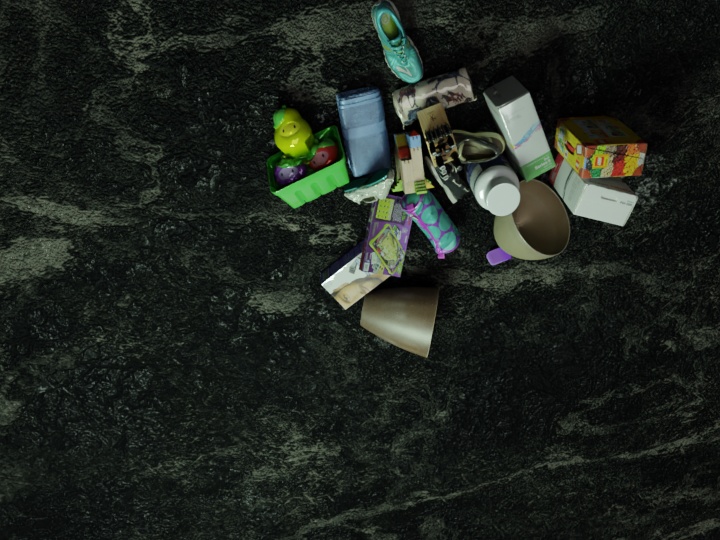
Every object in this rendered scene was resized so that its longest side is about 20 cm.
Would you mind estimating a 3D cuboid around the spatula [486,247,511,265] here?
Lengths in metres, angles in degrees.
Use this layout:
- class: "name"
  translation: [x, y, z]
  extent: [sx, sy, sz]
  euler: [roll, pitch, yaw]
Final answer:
- class: "spatula"
  translation: [0.431, -0.077, 1.841]
  extent: [0.198, 0.021, 0.057]
  euler: [-34, 130, 12]

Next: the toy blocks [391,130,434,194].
- class: "toy blocks"
  translation: [0.114, -0.268, 1.625]
  extent: [0.097, 0.200, 0.141]
  euler: [-8, 106, -1]

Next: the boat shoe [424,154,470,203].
- class: "boat shoe"
  translation: [0.216, -0.234, 1.673]
  extent: [0.060, 0.075, 0.200]
  euler: [-32, 144, 13]

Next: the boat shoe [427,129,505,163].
- class: "boat shoe"
  translation: [0.247, -0.295, 1.638]
  extent: [0.195, 0.065, 0.075]
  euler: [-1, 119, 29]

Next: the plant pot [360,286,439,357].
- class: "plant pot"
  translation: [0.103, 0.122, 1.855]
  extent: [0.194, 0.188, 0.191]
  euler: [11, 120, 5]

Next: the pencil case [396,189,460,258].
- class: "pencil case"
  translation: [0.178, -0.127, 1.735]
  extent: [0.084, 0.094, 0.200]
  euler: [0, 145, 43]

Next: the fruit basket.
- class: "fruit basket"
  translation: [-0.140, -0.280, 1.618]
  extent: [0.209, 0.158, 0.219]
  euler: [-8, 137, -8]

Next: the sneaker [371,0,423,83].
- class: "sneaker"
  translation: [0.080, -0.507, 1.533]
  extent: [0.076, 0.080, 0.202]
  euler: [-28, 119, 12]

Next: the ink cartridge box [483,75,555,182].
- class: "ink cartridge box"
  translation: [0.375, -0.338, 1.616]
  extent: [0.086, 0.146, 0.202]
  euler: [-27, 118, 9]

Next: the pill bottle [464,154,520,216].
- class: "pill bottle"
  translation: [0.322, -0.214, 1.651]
  extent: [0.108, 0.202, 0.114]
  euler: [-2, 121, -3]

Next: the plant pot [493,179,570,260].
- class: "plant pot"
  translation: [0.417, -0.112, 1.744]
  extent: [0.197, 0.205, 0.134]
  euler: [27, 150, -19]

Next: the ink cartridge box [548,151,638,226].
- class: "ink cartridge box"
  translation: [0.567, -0.204, 1.677]
  extent: [0.143, 0.202, 0.085]
  euler: [12, 120, -11]

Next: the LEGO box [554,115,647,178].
- class: "LEGO box"
  translation: [0.567, -0.298, 1.623]
  extent: [0.144, 0.202, 0.079]
  euler: [-3, 121, -2]

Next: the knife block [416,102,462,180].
- class: "knife block"
  translation: [0.187, -0.279, 1.557]
  extent: [0.062, 0.200, 0.180]
  euler: [-17, 79, 8]

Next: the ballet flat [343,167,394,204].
- class: "ballet flat"
  translation: [0.033, -0.201, 1.660]
  extent: [0.070, 0.198, 0.074]
  euler: [2, 87, -32]

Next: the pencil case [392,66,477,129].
- class: "pencil case"
  translation: [0.174, -0.407, 1.600]
  extent: [0.195, 0.079, 0.091]
  euler: [-17, 132, 6]

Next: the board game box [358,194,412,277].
- class: "board game box"
  translation: [0.069, -0.092, 1.747]
  extent: [0.117, 0.032, 0.206]
  euler: [9, 98, -23]

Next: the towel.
- class: "towel"
  translation: [0.010, -0.336, 1.645]
  extent: [0.108, 0.049, 0.205]
  euler: [-10, 119, 1]

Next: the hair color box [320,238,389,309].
- class: "hair color box"
  translation: [0.000, 0.000, 1.828]
  extent: [0.198, 0.065, 0.109]
  euler: [-37, 117, 17]
